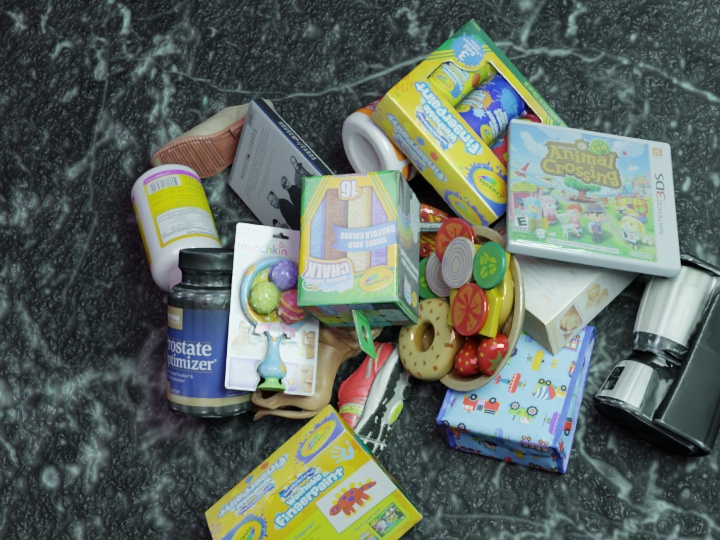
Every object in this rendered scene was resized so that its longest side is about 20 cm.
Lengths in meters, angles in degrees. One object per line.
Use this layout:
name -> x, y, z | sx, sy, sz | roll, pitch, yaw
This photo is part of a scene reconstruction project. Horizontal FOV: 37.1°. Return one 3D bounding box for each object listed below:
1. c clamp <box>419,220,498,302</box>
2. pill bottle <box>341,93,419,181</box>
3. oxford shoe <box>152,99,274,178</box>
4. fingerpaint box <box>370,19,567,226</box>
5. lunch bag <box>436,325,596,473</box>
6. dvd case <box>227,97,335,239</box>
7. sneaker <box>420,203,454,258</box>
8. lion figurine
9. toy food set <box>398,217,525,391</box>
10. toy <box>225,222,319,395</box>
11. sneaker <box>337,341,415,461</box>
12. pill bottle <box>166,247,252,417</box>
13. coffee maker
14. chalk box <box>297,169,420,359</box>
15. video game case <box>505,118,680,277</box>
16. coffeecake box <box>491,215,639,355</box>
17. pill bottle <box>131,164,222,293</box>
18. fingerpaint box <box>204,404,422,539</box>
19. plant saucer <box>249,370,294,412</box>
c clamp -> 0.109, -0.031, 1.370 | 0.197, 0.027, 0.174 | -6, 97, -16
pill bottle -> 0.082, -0.196, 1.419 | 0.199, 0.114, 0.113 | -32, 62, -23
oxford shoe -> -0.209, -0.191, 1.564 | 0.197, 0.071, 0.074 | -16, 41, 11
fingerpaint box -> 0.140, -0.178, 1.324 | 0.167, 0.073, 0.200 | -42, 90, -24
lunch bag -> 0.197, 0.125, 1.312 | 0.148, 0.094, 0.202 | 10, 64, 22
dvd case -> -0.103, -0.115, 1.461 | 0.025, 0.151, 0.200 | -19, 56, -39
sneaker -> 0.060, -0.073, 1.427 | 0.197, 0.077, 0.074 | 22, 120, 8
lion figurine -> -0.052, 0.118, 1.364 | 0.121, 0.072, 0.203 | 22, 92, 10
toy food set -> 0.120, 0.041, 1.266 | 0.199, 0.048, 0.202 | 12, 93, 58
toy -> -0.098, 0.046, 1.300 | 0.113, 0.047, 0.204 | 7, 81, -19
sneaker -> -0.001, 0.183, 1.362 | 0.084, 0.077, 0.202 | 18, 71, 41
pill bottle -> -0.188, 0.075, 1.353 | 0.110, 0.112, 0.204 | 3, 96, 17
coffee maker -> 0.388, 0.108, 1.228 | 0.190, 0.135, 0.202 | 21, 78, 21
chalk box -> 0.000, 0.000, 1.266 | 0.122, 0.124, 0.204 | -2, 74, 15
video game case -> 0.265, -0.086, 1.234 | 0.196, 0.022, 0.184 | 8, 56, -3
coffeecake box -> 0.250, -0.022, 1.318 | 0.199, 0.073, 0.153 | -41, 51, -11
pill bottle -> -0.247, -0.041, 1.476 | 0.103, 0.104, 0.202 | -25, 59, 6
fingerpaint box -> -0.055, 0.290, 1.273 | 0.199, 0.167, 0.073 | -41, 26, -1
plant saucer -> -0.118, 0.092, 1.439 | 0.197, 0.032, 0.204 | -5, 71, 15
